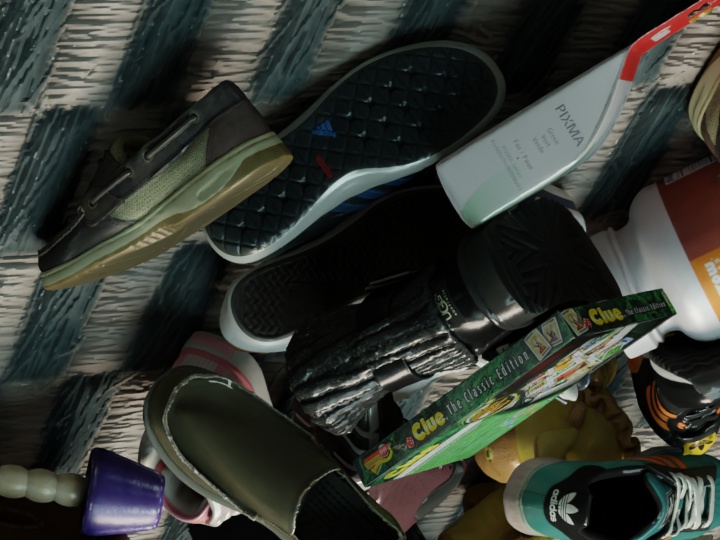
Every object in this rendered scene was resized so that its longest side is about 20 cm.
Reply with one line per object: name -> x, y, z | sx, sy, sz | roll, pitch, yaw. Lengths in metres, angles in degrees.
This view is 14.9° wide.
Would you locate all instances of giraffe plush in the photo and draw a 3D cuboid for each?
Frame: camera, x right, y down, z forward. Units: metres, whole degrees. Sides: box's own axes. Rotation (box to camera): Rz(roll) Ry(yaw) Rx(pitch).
giraffe plush -> 0.141, 0.150, 1.958 | 0.199, 0.173, 0.163 | -14, 125, 3

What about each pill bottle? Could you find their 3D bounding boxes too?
pill bottle -> 0.248, -0.023, 1.800 | 0.199, 0.113, 0.112 | -26, 147, 9

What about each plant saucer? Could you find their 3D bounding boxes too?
plant saucer -> -0.224, 0.171, 1.738 | 0.199, 0.200, 0.037 | 5, 100, -37

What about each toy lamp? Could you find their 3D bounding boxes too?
toy lamp -> -0.221, 0.129, 1.707 | 0.199, 0.058, 0.058 | 9, 138, -11

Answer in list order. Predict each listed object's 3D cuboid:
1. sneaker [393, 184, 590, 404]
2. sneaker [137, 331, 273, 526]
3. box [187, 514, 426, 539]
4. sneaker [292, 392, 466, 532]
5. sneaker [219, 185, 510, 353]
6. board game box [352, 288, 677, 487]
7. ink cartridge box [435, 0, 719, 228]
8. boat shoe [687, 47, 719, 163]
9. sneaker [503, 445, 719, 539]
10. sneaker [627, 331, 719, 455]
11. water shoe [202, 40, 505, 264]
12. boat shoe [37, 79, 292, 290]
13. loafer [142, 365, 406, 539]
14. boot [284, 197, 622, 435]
sneaker -> 0.085, 0.051, 1.787 | 0.199, 0.130, 0.079 | -41, 143, 23
sneaker -> -0.091, 0.135, 1.801 | 0.075, 0.105, 0.201 | 13, 150, 25
box -> -0.013, 0.247, 1.996 | 0.148, 0.125, 0.200 | -25, 147, 3
sneaker -> 0.019, 0.103, 1.793 | 0.115, 0.076, 0.201 | -25, 143, -29
sneaker -> 0.000, 0.000, 1.737 | 0.199, 0.073, 0.085 | -17, 172, -16
board game box -> 0.092, 0.072, 1.675 | 0.104, 0.024, 0.200 | -14, 161, -48
ink cartridge box -> 0.144, -0.096, 1.629 | 0.199, 0.050, 0.161 | -30, 179, 9
boat shoe -> 0.266, -0.139, 1.699 | 0.073, 0.065, 0.201 | -6, 141, -23
sneaker -> 0.196, 0.161, 1.875 | 0.199, 0.080, 0.072 | 0, 97, -37
sneaker -> 0.230, 0.085, 1.872 | 0.070, 0.091, 0.200 | -15, -172, -5
water shoe -> -0.006, -0.073, 1.635 | 0.199, 0.072, 0.079 | -29, 174, 3
boat shoe -> -0.120, -0.049, 1.581 | 0.200, 0.066, 0.072 | -28, 173, 42
loafer -> -0.044, 0.126, 1.698 | 0.075, 0.200, 0.070 | -57, -169, -19
boot -> 0.056, 0.028, 1.661 | 0.157, 0.080, 0.211 | -33, 166, 24
